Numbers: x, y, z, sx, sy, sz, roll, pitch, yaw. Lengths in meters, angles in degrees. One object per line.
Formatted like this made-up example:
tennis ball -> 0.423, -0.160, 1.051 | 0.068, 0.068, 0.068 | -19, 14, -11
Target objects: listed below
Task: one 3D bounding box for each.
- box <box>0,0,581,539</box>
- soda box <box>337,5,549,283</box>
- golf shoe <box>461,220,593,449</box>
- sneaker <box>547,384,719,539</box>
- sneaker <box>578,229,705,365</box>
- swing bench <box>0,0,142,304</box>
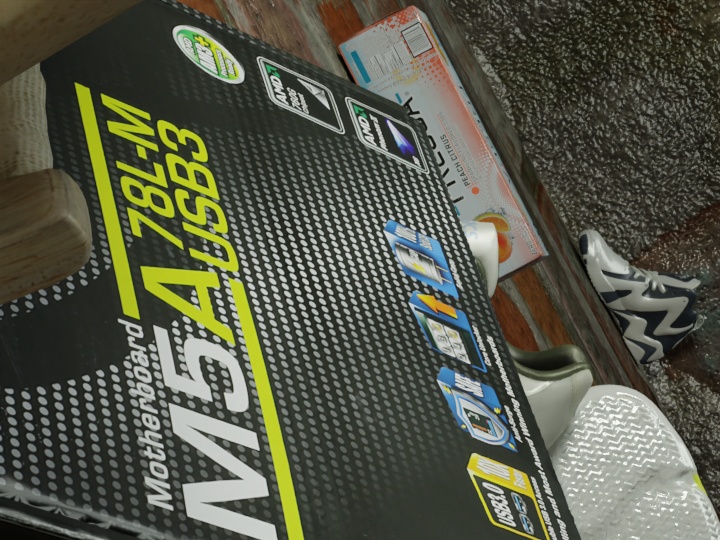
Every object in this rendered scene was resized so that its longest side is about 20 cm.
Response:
box -> -0.049, 0.005, 0.459 | 0.193, 0.048, 0.200 | 25, 31, -33
soda box -> 0.059, -0.084, 1.498 | 0.200, 0.063, 0.068 | 64, 9, 4
golf shoe -> 0.000, 0.000, 0.773 | 0.200, 0.097, 0.078 | 45, 14, -17
sneaker -> 0.101, 0.144, 0.838 | 0.105, 0.076, 0.200 | 160, -79, -82
sneaker -> 0.372, 0.013, 2.743 | 0.199, 0.129, 0.079 | 61, 8, -9
swing bench -> -0.075, -0.110, 0.361 | 0.130, 0.200, 0.199 | 31, 26, -32
